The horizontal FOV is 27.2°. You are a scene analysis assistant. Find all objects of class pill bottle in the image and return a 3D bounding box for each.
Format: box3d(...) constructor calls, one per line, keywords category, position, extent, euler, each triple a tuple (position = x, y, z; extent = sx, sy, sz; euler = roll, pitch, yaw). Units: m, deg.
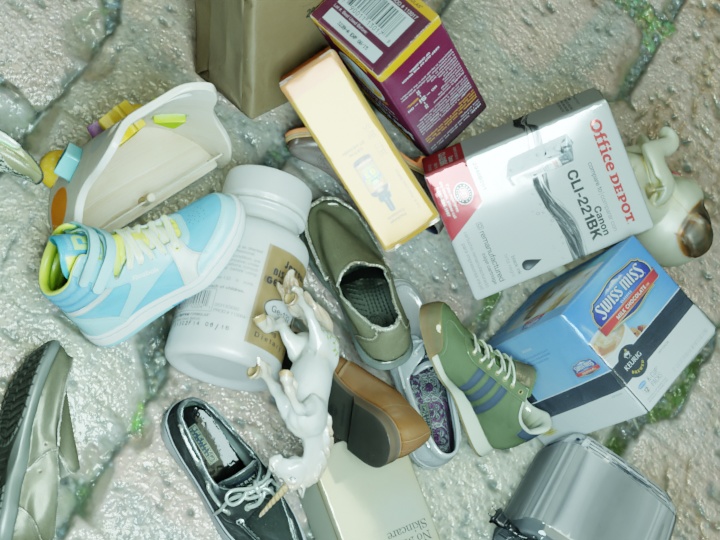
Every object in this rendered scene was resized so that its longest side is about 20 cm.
box3d(category="pill bottle", position=(-0.112, 0.006, 1.447), extent=(0.114, 0.114, 0.201), euler=(20, 69, -16))

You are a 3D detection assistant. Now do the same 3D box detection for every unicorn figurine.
box3d(category="unicorn figurine", position=(-0.057, 0.110, 1.360), extent=(0.138, 0.073, 0.201), euler=(54, 49, -45))

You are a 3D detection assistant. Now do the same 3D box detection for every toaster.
box3d(category="toaster", position=(0.228, 0.258, 1.520), extent=(0.199, 0.114, 0.130), euler=(35, 61, -7))

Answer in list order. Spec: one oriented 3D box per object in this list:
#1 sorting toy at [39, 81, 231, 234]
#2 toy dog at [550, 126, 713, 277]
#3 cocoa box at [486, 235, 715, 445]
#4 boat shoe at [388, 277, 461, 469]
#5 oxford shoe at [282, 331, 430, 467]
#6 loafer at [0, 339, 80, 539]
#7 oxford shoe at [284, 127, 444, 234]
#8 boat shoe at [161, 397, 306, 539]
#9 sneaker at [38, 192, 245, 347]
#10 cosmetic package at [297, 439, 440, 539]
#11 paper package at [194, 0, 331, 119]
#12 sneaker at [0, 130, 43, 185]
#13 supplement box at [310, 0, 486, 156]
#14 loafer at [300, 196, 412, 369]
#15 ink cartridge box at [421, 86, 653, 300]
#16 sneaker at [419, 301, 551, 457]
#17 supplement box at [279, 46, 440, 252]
box3d(category="sorting toy", position=(-0.209, -0.118, 1.405), extent=(0.200, 0.180, 0.107), euler=(-36, 90, -27))
box3d(category="toy dog", position=(0.295, -0.072, 1.628), extent=(0.199, 0.139, 0.195), euler=(18, 69, -19))
box3d(category="cocoa box", position=(0.234, 0.076, 1.522), extent=(0.131, 0.200, 0.133), euler=(48, 62, -3))
box3d(category="boat shoe", position=(0.060, 0.101, 1.516), extent=(0.071, 0.068, 0.202), euler=(-1, 76, -23))
box3d(category="oxford shoe", position=(-0.009, 0.122, 1.444), extent=(0.071, 0.072, 0.200), euler=(-11, 37, -38))
box3d(category="loafer", position=(-0.293, 0.164, 1.358), extent=(0.069, 0.075, 0.202), euler=(19, 73, -29))
box3d(category="oxford shoe", position=(0.010, -0.095, 1.552), extent=(0.199, 0.071, 0.073), euler=(18, 73, -18))
box3d(category="boat shoe", position=(-0.113, 0.204, 1.415), extent=(0.073, 0.068, 0.200), euler=(-31, 89, -26))
box3d(category="sneaker", position=(-0.208, -0.020, 1.364), extent=(0.200, 0.131, 0.080), euler=(-40, 50, 6))
box3d(category="cosmetic package", position=(0.016, 0.262, 1.451), extent=(0.103, 0.073, 0.201), euler=(-19, 82, -26))
box3d(category="paper package", position=(-0.065, -0.277, 1.498), extent=(0.199, 0.191, 0.103), euler=(-32, 61, -27))
box3d(category="sneaker", position=(-0.398, -0.103, 1.393), extent=(0.199, 0.077, 0.089), euler=(18, 82, -12))
box3d(category="supplement box", position=(0.042, -0.211, 1.506), extent=(0.086, 0.200, 0.110), euler=(-44, 63, -1))
box3d(category="loafer", position=(0.000, 0.000, 1.486), extent=(0.075, 0.070, 0.201), euler=(-22, 64, -16))
box3d(category="ink cartridge box", position=(0.180, -0.080, 1.515), extent=(0.199, 0.084, 0.145), euler=(-23, 104, 6))
box3d(category="sneaker", position=(0.131, 0.101, 1.482), extent=(0.067, 0.089, 0.201), euler=(-81, 152, -50))
box3d(category="supplement box", position=(-0.001, -0.120, 1.470), extent=(0.066, 0.069, 0.201), euler=(-32, 99, 3))
